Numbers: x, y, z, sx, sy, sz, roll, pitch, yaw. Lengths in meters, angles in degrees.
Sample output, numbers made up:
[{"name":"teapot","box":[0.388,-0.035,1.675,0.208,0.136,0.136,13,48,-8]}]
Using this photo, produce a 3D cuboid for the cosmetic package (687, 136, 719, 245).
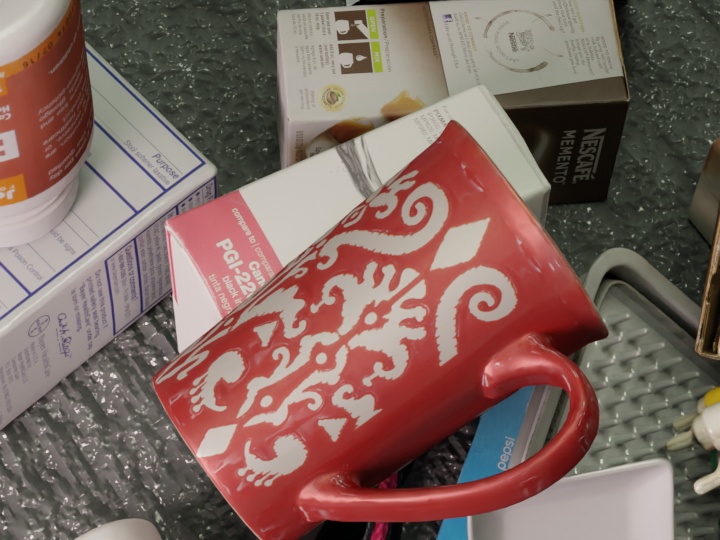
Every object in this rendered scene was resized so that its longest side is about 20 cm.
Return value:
[{"name":"cosmetic package","box":[0.293,-0.003,1.298,0.103,0.087,0.200,-29,66,-19]}]

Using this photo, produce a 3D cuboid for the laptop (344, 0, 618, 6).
[{"name":"laptop","box":[0.082,-0.219,1.392,0.185,0.116,0.202,-4,60,-5]}]

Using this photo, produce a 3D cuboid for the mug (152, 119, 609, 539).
[{"name":"mug","box":[0.011,0.045,1.094,0.199,0.134,0.178,-36,26,0]}]

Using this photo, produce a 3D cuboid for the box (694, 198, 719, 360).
[{"name":"box","box":[0.202,-0.051,1.172,0.021,0.200,0.165,11,100,9]}]

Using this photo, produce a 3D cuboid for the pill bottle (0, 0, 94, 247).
[{"name":"pill bottle","box":[-0.194,-0.097,1.147,0.111,0.201,0.113,1,60,-1]}]

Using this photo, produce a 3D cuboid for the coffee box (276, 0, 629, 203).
[{"name":"coffee box","box":[0.051,-0.097,1.325,0.198,0.115,0.080,-5,61,-4]}]

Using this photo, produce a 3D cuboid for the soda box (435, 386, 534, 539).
[{"name":"soda box","box":[0.091,0.114,1.237,0.067,0.064,0.201,18,61,8]}]

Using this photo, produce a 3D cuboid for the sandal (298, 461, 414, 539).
[{"name":"sandal","box":[0.008,0.133,1.218,0.045,0.075,0.200,29,61,14]}]

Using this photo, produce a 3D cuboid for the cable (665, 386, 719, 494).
[{"name":"cable","box":[0.246,0.054,1.106,0.199,0.050,0.097,-35,23,13]}]

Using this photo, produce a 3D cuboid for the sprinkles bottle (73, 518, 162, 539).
[{"name":"sprinkles bottle","box":[-0.098,0.229,1.161,0.068,0.068,0.201,-22,64,-14]}]

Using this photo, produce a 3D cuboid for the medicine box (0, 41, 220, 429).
[{"name":"medicine box","box":[-0.210,-0.035,1.285,0.200,0.103,0.182,-39,69,-22]}]

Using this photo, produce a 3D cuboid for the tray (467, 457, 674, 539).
[{"name":"tray","box":[0.109,0.184,1.142,0.106,0.202,0.022,-9,28,-7]}]

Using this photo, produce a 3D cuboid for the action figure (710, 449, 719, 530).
[{"name":"action figure","box":[0.236,0.053,1.192,0.117,0.055,0.202,20,91,-33]}]

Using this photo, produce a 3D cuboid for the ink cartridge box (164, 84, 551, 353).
[{"name":"ink cartridge box","box":[0.000,0.000,1.249,0.199,0.146,0.085,-26,62,-15]}]

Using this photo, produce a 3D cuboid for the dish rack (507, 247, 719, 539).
[{"name":"dish rack","box":[0.161,0.104,1.210,0.200,0.043,0.173,39,59,-27]}]
